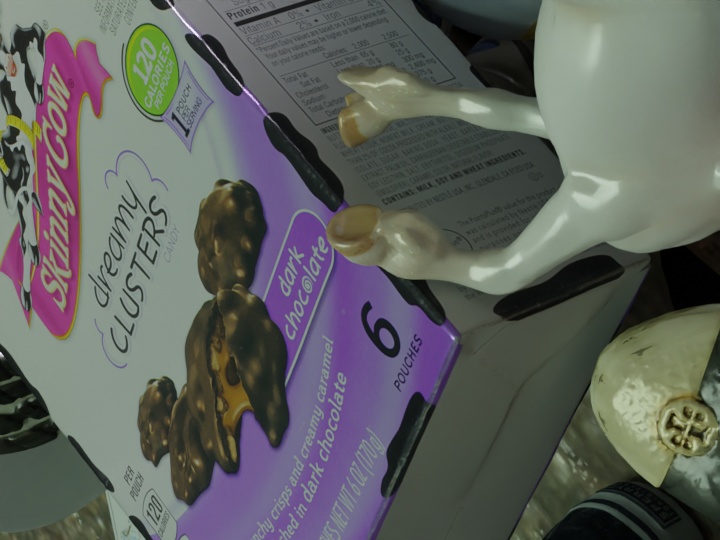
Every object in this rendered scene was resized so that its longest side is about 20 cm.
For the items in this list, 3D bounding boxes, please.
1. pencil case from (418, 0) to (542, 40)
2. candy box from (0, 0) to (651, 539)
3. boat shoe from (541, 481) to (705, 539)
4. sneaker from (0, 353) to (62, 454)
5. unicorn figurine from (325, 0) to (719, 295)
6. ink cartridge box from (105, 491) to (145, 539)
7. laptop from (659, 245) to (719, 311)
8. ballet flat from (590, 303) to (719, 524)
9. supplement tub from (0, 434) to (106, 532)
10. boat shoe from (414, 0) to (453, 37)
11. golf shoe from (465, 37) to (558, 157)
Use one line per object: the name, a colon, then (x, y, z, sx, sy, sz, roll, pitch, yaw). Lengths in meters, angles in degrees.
pencil case: (0.080, -0.115, 0.655, 0.091, 0.083, 0.200, 43, 155, -19)
candy box: (-0.032, -0.006, 0.747, 0.200, 0.071, 0.168, 49, 140, 26)
boat shoe: (0.070, 0.169, 0.890, 0.071, 0.091, 0.201, 27, 135, 45)
sneaker: (-0.108, 0.000, 0.963, 0.077, 0.199, 0.089, 62, -175, -60)
unicorn figurine: (0.057, -0.045, 0.614, 0.137, 0.074, 0.200, -2, 150, 13)
ink cartridge box: (-0.033, 0.136, 1.072, 0.200, 0.043, 0.174, 4, 105, 57)
laptop: (0.181, 0.079, 0.728, 0.200, 0.115, 0.188, -119, 10, -76)
ballet flat: (0.146, 0.060, 0.638, 0.199, 0.057, 0.067, 23, 119, 16)
supplement tub: (-0.180, 0.009, 1.090, 0.200, 0.144, 0.145, 31, 138, 42)
boat shoe: (-0.049, -0.075, 0.878, 0.199, 0.073, 0.072, -20, 121, 34)
golf shoe: (0.000, 0.000, 0.856, 0.078, 0.097, 0.200, 52, 150, 14)
